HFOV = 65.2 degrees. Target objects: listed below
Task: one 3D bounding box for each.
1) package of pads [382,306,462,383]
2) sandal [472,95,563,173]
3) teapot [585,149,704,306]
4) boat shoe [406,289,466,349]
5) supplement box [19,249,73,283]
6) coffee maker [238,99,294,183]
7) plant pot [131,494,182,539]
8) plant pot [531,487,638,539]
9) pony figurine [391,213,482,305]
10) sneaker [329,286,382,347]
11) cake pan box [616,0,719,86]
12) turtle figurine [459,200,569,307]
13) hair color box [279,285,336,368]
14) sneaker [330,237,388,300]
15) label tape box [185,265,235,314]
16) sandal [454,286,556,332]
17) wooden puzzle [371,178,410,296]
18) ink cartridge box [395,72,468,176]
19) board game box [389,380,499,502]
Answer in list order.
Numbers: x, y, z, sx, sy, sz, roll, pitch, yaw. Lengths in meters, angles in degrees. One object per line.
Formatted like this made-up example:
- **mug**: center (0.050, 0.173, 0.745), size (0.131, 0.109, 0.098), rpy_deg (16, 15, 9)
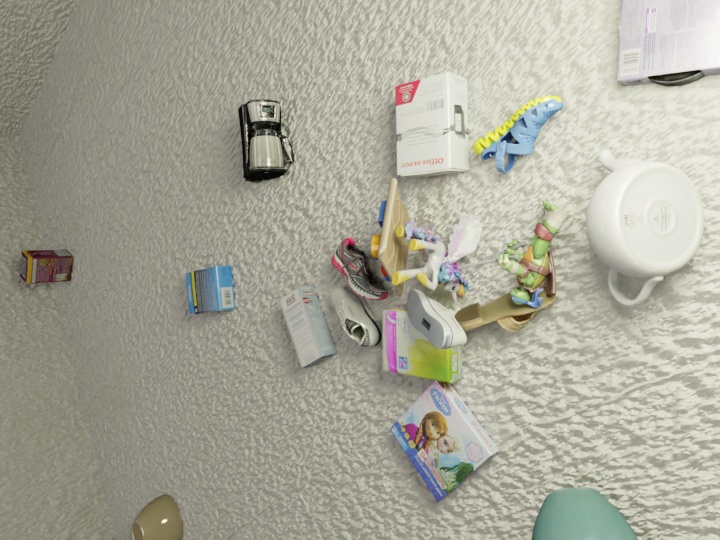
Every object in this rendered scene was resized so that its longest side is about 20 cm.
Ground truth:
- **package of pads**: center (0.140, 0.162, 1.290), size (0.198, 0.068, 0.157), rpy_deg (3, 95, 39)
- **sandal**: center (0.317, -0.263, 1.106), size (0.200, 0.079, 0.088), rpy_deg (-38, 72, 46)
- **teapot**: center (0.453, -0.076, 0.944), size (0.201, 0.197, 0.146), rpy_deg (-51, 9, -10)
- **boat shoe**: center (0.157, 0.104, 1.186), size (0.201, 0.064, 0.074), rpy_deg (-121, 42, -56)
- **supplement box**: center (-1.479, -0.021, 2.656), size (0.103, 0.198, 0.133), rpy_deg (28, 110, 37)
- **coffee maker**: center (-0.291, -0.367, 1.605), size (0.190, 0.134, 0.204), rpy_deg (-4, 89, 43)
- **plant pot**: center (-0.783, 0.973, 2.133), size (0.198, 0.133, 0.204), rpy_deg (4, 96, 42)
- **plant pot**: center (0.397, 0.474, 1.017), size (0.199, 0.199, 0.136), rpy_deg (-36, 42, 37)
- **pony figurine**: center (0.161, -0.035, 1.203), size (0.165, 0.198, 0.196), rpy_deg (-9, 71, 48)
- **sneaker**: center (-0.023, 0.113, 1.428), size (0.200, 0.080, 0.077), rpy_deg (46, 122, 32)
- **cake pan box**: center (0.524, -0.410, 0.921), size (0.183, 0.052, 0.204), rpy_deg (5, 96, 44)
- **turtle figurine**: center (0.300, -0.048, 1.080), size (0.200, 0.143, 0.196), rpy_deg (40, 108, 41)
- **hair color box**: center (-0.147, 0.154, 1.555), size (0.099, 0.060, 0.202), rpy_deg (-33, 72, 38)
- **sneaker**: center (0.000, 0.000, 1.400), size (0.200, 0.080, 0.075), rpy_deg (46, 119, 31)
- **label tape box**: center (-0.500, 0.067, 1.869), size (0.198, 0.066, 0.146), rpy_deg (-10, 86, 45)
- **sandal**: center (0.301, 0.094, 1.150), size (0.209, 0.078, 0.070), rpy_deg (-17, 120, 24)
- **wooden puzzle**: center (0.066, -0.069, 1.225), size (0.046, 0.201, 0.188), rpy_deg (2, 62, 17)
- **ink cartridge box**: center (0.156, -0.311, 1.236), size (0.144, 0.083, 0.204), rpy_deg (1, 94, 42)
- **board game box**: center (0.184, 0.383, 1.282), size (0.201, 0.041, 0.200), rpy_deg (52, 124, 27)
